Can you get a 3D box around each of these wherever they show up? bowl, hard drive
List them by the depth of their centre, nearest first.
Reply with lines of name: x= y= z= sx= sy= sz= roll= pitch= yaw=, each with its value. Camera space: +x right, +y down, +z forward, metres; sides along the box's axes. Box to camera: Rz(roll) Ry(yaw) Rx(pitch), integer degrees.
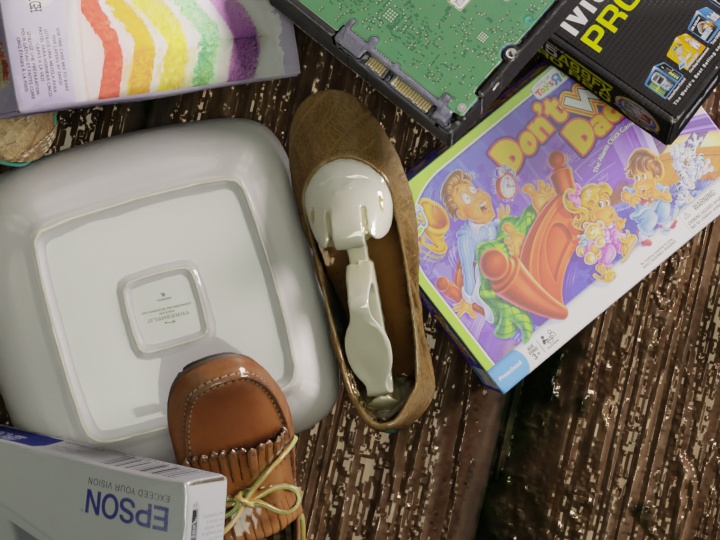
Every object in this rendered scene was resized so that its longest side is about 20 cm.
hard drive: x=0.062 y=-0.185 z=1.262 sx=0.140 sy=0.038 sz=0.200 roll=38 pitch=79 yaw=12
bowl: x=-0.115 y=0.020 z=1.285 sx=0.199 sy=0.075 sz=0.200 roll=-15 pitch=95 yaw=-8

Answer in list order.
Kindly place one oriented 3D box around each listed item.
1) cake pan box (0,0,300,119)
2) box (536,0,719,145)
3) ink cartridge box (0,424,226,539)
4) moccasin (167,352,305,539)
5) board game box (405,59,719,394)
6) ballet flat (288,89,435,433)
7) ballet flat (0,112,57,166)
cake pan box: x=-0.133 y=-0.193 z=1.250 sx=0.184 sy=0.052 sz=0.201 roll=-9 pitch=94 yaw=-34
box: x=0.173 y=-0.197 z=1.302 sx=0.160 sy=0.044 sz=0.200 roll=37 pitch=80 yaw=11
ink cartridge box: x=-0.164 y=0.194 z=1.232 sx=0.041 sy=0.199 sz=0.201 roll=-4 pitch=100 yaw=-53
moccasin: x=-0.066 y=0.129 z=1.250 sx=0.073 sy=0.078 sz=0.202 roll=-10 pitch=130 yaw=-13
board game box: x=0.115 y=-0.043 z=1.336 sx=0.200 sy=0.045 sz=0.135 roll=-40 pitch=99 yaw=-6
ballet flat: x=0.000 y=0.000 z=1.265 sx=0.068 sy=0.072 sz=0.201 roll=-7 pitch=103 yaw=8
ballet flat: x=-0.262 y=-0.114 z=1.250 sx=0.199 sy=0.071 sz=0.065 roll=12 pitch=131 yaw=-17
